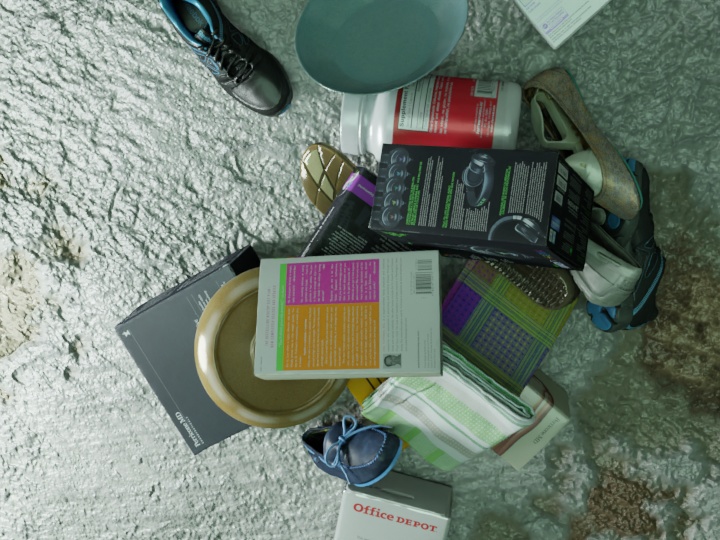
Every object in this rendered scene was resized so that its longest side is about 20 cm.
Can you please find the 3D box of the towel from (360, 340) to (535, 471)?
[{"bbox_3d":[0.095,0.168,1.043,0.149,0.031,0.200,37,141,-3],"label":"towel"}]

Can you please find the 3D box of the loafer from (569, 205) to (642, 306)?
[{"bbox_3d":[0.248,-0.051,1.010,0.070,0.070,0.201,-55,53,35],"label":"loafer"}]

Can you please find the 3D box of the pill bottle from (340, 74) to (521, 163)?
[{"bbox_3d":[0.081,-0.168,1.024,0.198,0.112,0.113,7,107,8],"label":"pill bottle"}]

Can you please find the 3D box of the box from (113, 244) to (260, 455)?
[{"bbox_3d":[-0.179,0.102,1.152,0.181,0.104,0.201,-27,100,14],"label":"box"}]

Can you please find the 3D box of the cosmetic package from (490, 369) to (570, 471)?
[{"bbox_3d":[0.154,0.140,1.114,0.200,0.087,0.104,38,108,-3],"label":"cosmetic package"}]

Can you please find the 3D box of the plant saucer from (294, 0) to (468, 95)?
[{"bbox_3d":[0.026,-0.268,1.000,0.199,0.039,0.202,-8,61,14],"label":"plant saucer"}]

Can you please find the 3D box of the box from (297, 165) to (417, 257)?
[{"bbox_3d":[0.000,0.000,1.044,0.143,0.036,0.201,34,87,-21],"label":"box"}]

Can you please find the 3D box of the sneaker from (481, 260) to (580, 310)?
[{"bbox_3d":[0.180,-0.033,1.055,0.200,0.075,0.071,50,120,14],"label":"sneaker"}]

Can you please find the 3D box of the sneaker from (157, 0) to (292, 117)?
[{"bbox_3d":[-0.165,-0.258,1.056,0.200,0.082,0.073,45,107,-6],"label":"sneaker"}]

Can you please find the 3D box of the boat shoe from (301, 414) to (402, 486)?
[{"bbox_3d":[-0.022,0.230,1.123,0.069,0.084,0.200,40,148,-15],"label":"boat shoe"}]

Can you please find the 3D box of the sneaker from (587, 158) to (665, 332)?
[{"bbox_3d":[0.316,-0.030,1.050,0.081,0.073,0.202,-1,100,-27],"label":"sneaker"}]

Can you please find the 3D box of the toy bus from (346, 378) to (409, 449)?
[{"bbox_3d":[0.019,0.131,1.148,0.078,0.065,0.201,-34,98,16],"label":"toy bus"}]

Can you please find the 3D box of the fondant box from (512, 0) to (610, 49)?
[{"bbox_3d":[0.204,-0.367,0.973,0.144,0.058,0.200,-40,97,18],"label":"fondant box"}]

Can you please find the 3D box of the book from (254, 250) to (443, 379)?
[{"bbox_3d":[-0.012,0.048,0.963,0.198,0.048,0.135,-2,76,10],"label":"book"}]

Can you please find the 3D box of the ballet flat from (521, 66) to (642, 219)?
[{"bbox_3d":[0.238,-0.136,0.995,0.067,0.068,0.201,-17,67,-22],"label":"ballet flat"}]

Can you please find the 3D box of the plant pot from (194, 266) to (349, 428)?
[{"bbox_3d":[-0.099,0.095,1.071,0.198,0.027,0.202,-1,94,-12],"label":"plant pot"}]

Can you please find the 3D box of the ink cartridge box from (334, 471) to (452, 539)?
[{"bbox_3d":[0.036,0.380,1.207,0.145,0.084,0.201,13,107,6],"label":"ink cartridge box"}]

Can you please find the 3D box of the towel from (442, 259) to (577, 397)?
[{"bbox_3d":[0.165,0.060,1.062,0.143,0.023,0.201,37,68,-4],"label":"towel"}]

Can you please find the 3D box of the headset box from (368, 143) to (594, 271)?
[{"bbox_3d":[0.125,-0.065,0.932,0.199,0.174,0.094,7,85,26],"label":"headset box"}]

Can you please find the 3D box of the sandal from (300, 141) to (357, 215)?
[{"bbox_3d":[0.007,-0.086,1.093,0.200,0.054,0.080,37,129,-18],"label":"sandal"}]
